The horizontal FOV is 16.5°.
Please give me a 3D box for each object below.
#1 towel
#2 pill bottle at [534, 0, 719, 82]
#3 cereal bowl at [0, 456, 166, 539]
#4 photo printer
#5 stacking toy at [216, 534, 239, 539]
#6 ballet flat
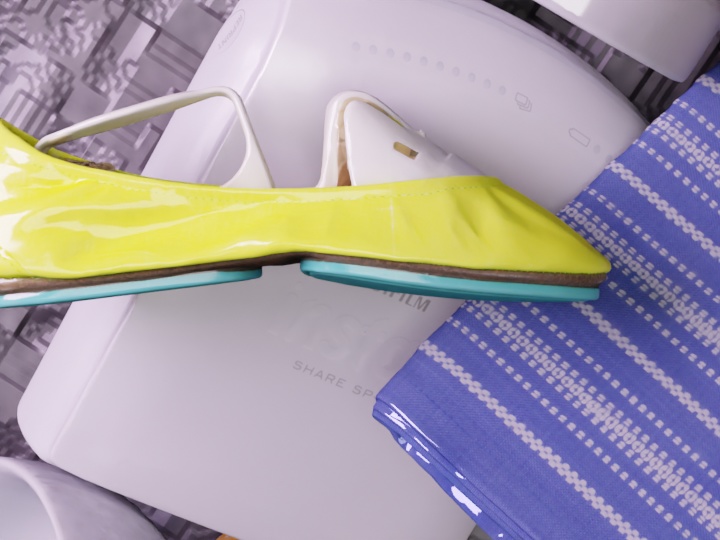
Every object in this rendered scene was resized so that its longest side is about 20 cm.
[{"bbox_3d":[0.119,0.024,0.784,0.200,0.024,0.145,-43,70,-13],"label":"towel"},{"bbox_3d":[0.109,-0.167,0.765,0.114,0.114,0.200,30,99,-2],"label":"pill bottle"},{"bbox_3d":[-0.105,0.167,0.857,0.083,0.200,0.200,11,101,-29],"label":"cereal bowl"},{"bbox_3d":[0.000,0.000,0.843,0.166,0.069,0.200,24,108,-22],"label":"photo printer"},{"bbox_3d":[-0.034,0.192,0.899,0.116,0.110,0.200,-4,88,6],"label":"stacking toy"},{"bbox_3d":[-0.023,-0.023,0.757,0.200,0.067,0.067,0,90,0],"label":"ballet flat"}]
